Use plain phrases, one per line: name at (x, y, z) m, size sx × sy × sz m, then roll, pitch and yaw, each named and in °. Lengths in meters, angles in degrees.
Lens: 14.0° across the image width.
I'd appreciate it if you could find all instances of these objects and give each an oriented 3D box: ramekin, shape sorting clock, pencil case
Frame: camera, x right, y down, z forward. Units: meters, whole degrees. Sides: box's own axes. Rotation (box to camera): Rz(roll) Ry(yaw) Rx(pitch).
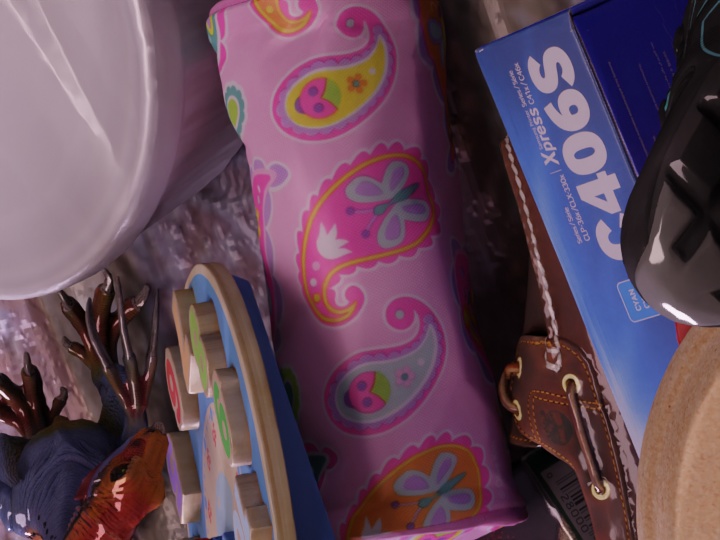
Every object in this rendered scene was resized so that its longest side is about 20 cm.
ramekin at (-0.120, -0.097, 1.073) m, size 0.202 × 0.094 × 0.203 m, roll 18°, pitch 119°, yaw 35°
shape sorting clock at (-0.044, 0.098, 0.988) m, size 0.200 × 0.039 × 0.201 m, roll 171°, pitch 90°, yaw -76°
pencil case at (0.000, 0.000, 0.991) m, size 0.087 × 0.087 × 0.201 m, roll -10°, pitch 88°, yaw 42°

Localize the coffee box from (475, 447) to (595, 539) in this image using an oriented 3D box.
coffee box at (0.086, 0.167, 1.043) m, size 0.123 × 0.044 × 0.201 m, roll -36°, pitch 84°, yaw 42°

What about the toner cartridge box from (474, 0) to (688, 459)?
toner cartridge box at (0.113, 0.006, 0.917) m, size 0.043 × 0.095 × 0.201 m, roll -19°, pitch 95°, yaw 44°

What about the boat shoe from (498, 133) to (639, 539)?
boat shoe at (0.081, 0.046, 0.962) m, size 0.070 × 0.070 × 0.201 m, roll -21°, pitch 89°, yaw 16°

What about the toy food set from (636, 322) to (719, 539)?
toy food set at (0.173, 0.066, 0.833) m, size 0.197 × 0.049 × 0.201 m, roll 21°, pitch 106°, yaw 11°

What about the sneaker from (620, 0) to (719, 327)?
sneaker at (0.123, -0.052, 0.827) m, size 0.079 × 0.200 × 0.076 m, roll -17°, pitch 117°, yaw 51°

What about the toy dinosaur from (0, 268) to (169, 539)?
toy dinosaur at (-0.091, 0.073, 1.067) m, size 0.200 × 0.105 × 0.182 m, roll 54°, pitch -173°, yaw -35°
